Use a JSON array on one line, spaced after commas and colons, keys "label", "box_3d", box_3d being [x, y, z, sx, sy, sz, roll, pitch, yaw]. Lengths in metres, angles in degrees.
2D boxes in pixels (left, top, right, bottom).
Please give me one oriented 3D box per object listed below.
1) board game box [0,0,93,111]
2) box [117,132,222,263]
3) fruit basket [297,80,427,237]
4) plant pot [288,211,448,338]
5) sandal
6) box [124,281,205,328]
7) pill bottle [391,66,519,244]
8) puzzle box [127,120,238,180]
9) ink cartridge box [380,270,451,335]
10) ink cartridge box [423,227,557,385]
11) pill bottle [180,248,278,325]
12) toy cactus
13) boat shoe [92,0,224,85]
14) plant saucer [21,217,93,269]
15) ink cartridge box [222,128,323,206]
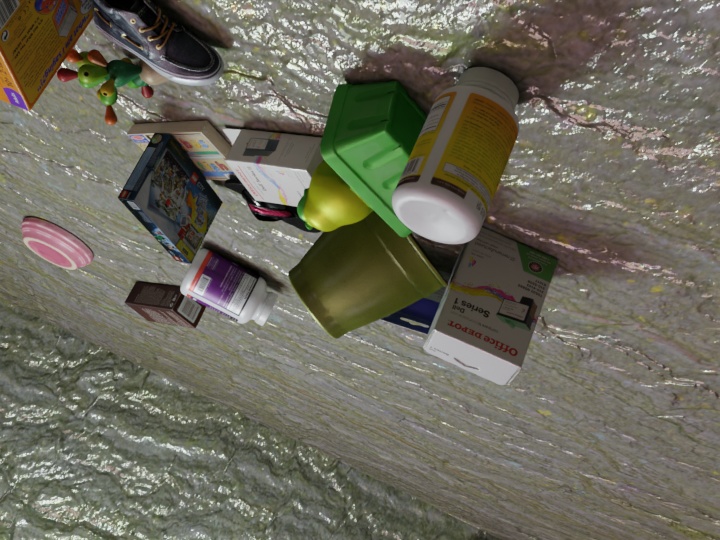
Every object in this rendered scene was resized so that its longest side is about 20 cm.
[{"label": "board game box", "box_3d": [-0.492, -0.372, 1.177, 0.199, 0.201, 0.200, 22, 157, 7]}, {"label": "box", "box_3d": [-0.324, -0.122, 1.569, 0.038, 0.137, 0.200, 10, 153, 27]}, {"label": "fruit basket", "box_3d": [0.007, -0.137, 1.240, 0.214, 0.156, 0.216, 9, 146, 6]}, {"label": "plant pot", "box_3d": [0.000, 0.000, 1.393, 0.201, 0.193, 0.200, 52, -175, -7]}, {"label": "sandal", "box_3d": [-0.153, -0.103, 1.591, 0.200, 0.045, 0.075, 31, 163, -31]}, {"label": "box", "box_3d": [-0.511, 0.090, 2.371, 0.199, 0.075, 0.100, 4, 150, 37]}, {"label": "pill bottle", "box_3d": [0.119, -0.139, 1.067, 0.109, 0.201, 0.109, 21, 157, 9]}, {"label": "puzzle box", "box_3d": [-0.297, -0.206, 1.570, 0.199, 0.026, 0.133, 5, 150, 39]}, {"label": "ink cartridge box", "box_3d": [0.120, 0.048, 1.521, 0.196, 0.200, 0.044, 17, 112, 19]}, {"label": "ink cartridge box", "box_3d": [0.201, 0.053, 1.398, 0.144, 0.201, 0.084, 23, 154, 3]}, {"label": "pill bottle", "box_3d": [-0.286, 0.042, 1.986, 0.199, 0.113, 0.112, 28, 157, -8]}, {"label": "toy cactus", "box_3d": [-0.339, -0.282, 1.331, 0.164, 0.103, 0.200, -8, 177, 10]}, {"label": "boat shoe", "box_3d": [-0.280, -0.325, 1.231, 0.200, 0.071, 0.091, 26, 162, 2]}, {"label": "plant saucer", "box_3d": [-0.795, -0.062, 2.353, 0.200, 0.051, 0.201, 21, 158, 9]}, {"label": "ink cartridge box", "box_3d": [-0.133, -0.161, 1.446, 0.199, 0.068, 0.117, 11, 154, 30]}]
